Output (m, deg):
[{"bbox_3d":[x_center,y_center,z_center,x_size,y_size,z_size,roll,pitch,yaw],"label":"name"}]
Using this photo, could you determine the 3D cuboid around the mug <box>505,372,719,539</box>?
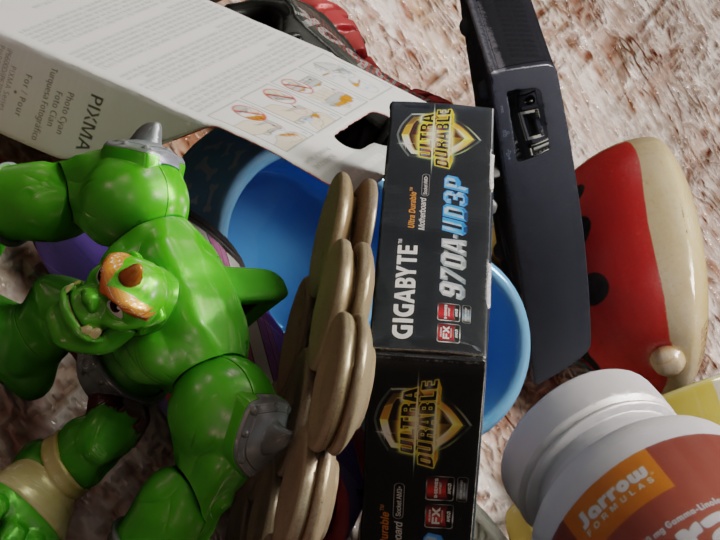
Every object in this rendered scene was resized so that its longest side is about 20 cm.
[{"bbox_3d":[0.173,0.149,1.215,0.149,0.186,0.153,101,-31,-80],"label":"mug"}]

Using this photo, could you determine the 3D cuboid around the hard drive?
[{"bbox_3d":[0.088,-0.054,1.204,0.135,0.042,0.200,-101,179,-54],"label":"hard drive"}]

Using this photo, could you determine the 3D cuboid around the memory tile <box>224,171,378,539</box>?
[{"bbox_3d":[-0.026,0.075,0.857,0.017,0.200,0.153,12,29,-9],"label":"memory tile"}]

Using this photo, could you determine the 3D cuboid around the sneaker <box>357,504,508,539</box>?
[{"bbox_3d":[0.069,0.184,1.041,0.200,0.075,0.085,56,4,12],"label":"sneaker"}]

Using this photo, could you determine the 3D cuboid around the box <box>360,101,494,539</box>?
[{"bbox_3d":[0.027,0.057,0.917,0.159,0.046,0.200,-84,176,-51],"label":"box"}]

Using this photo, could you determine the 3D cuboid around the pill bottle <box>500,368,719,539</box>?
[{"bbox_3d":[0.144,0.136,0.978,0.112,0.112,0.200,29,17,-44],"label":"pill bottle"}]

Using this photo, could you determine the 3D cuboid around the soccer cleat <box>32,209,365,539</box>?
[{"bbox_3d":[-0.065,0.041,0.965,0.200,0.068,0.073,47,23,-25],"label":"soccer cleat"}]

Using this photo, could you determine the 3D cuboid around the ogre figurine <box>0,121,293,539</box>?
[{"bbox_3d":[-0.096,0.029,0.861,0.098,0.120,0.200,30,35,-42],"label":"ogre figurine"}]

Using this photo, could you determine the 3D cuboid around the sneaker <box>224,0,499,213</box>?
[{"bbox_3d":[-0.013,-0.081,1.158,0.098,0.071,0.200,7,30,-46],"label":"sneaker"}]

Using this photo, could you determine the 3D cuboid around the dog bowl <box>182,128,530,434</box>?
[{"bbox_3d":[-0.002,0.010,1.046,0.200,0.112,0.050,38,-14,-23],"label":"dog bowl"}]

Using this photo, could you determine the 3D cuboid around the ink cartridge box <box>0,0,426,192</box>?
[{"bbox_3d":[-0.072,-0.075,1.002,0.200,0.047,0.160,26,22,11],"label":"ink cartridge box"}]

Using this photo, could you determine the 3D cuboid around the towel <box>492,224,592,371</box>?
[{"bbox_3d":[0.072,-0.021,1.335,0.200,0.022,0.147,22,41,-48],"label":"towel"}]

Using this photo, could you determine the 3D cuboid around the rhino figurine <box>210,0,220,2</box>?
[{"bbox_3d":[-0.068,-0.180,1.198,0.060,0.087,0.200,53,26,-7],"label":"rhino figurine"}]

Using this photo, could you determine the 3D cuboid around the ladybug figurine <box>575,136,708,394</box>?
[{"bbox_3d":[0.152,-0.001,1.303,0.200,0.072,0.136,-98,-172,-61],"label":"ladybug figurine"}]
